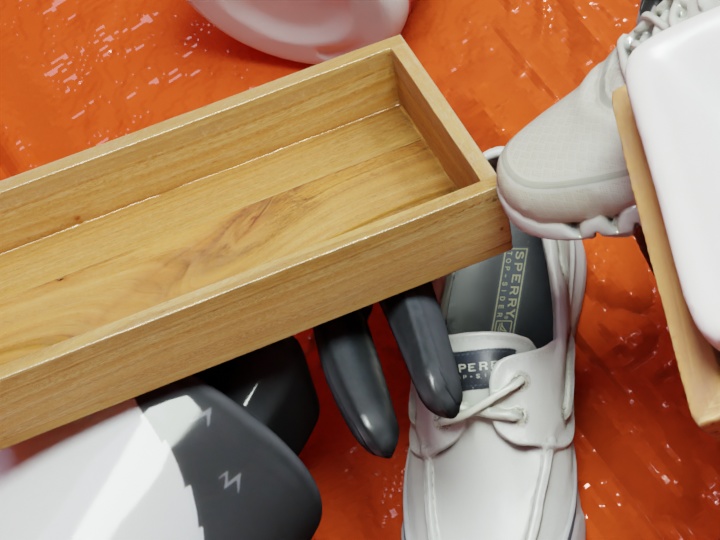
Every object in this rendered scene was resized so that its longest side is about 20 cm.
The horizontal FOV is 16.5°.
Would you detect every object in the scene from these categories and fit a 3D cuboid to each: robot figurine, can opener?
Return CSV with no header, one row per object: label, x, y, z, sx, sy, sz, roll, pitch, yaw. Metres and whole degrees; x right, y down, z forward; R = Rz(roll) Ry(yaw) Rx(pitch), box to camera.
robot figurine,-0.093,0.104,0.912,0.150,0.125,0.200,6,57,54
can opener,0.000,0.000,0.940,0.063,0.079,0.200,-43,31,8

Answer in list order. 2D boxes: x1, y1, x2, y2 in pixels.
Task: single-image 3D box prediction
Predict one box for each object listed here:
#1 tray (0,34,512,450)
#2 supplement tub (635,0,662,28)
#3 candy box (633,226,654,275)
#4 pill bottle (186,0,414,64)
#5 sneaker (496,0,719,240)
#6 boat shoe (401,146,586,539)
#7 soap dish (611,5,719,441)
tray,-0.056,-0.012,0.896,0.199,0.037,0.099,-20,44,-10
supplement tub,0.211,-0.072,0.922,0.200,0.123,0.123,34,74,32
candy box,0.179,0.014,0.849,0.056,0.117,0.200,-42,38,-13
pill bottle,-0.003,-0.199,1.085,0.112,0.112,0.201,10,62,24
sneaker,0.125,-0.081,0.826,0.200,0.081,0.075,-30,38,16
boat shoe,0.051,0.046,0.937,0.072,0.066,0.201,1,59,19
soap dish,0.183,-0.031,0.731,0.199,0.081,0.158,-22,39,12
